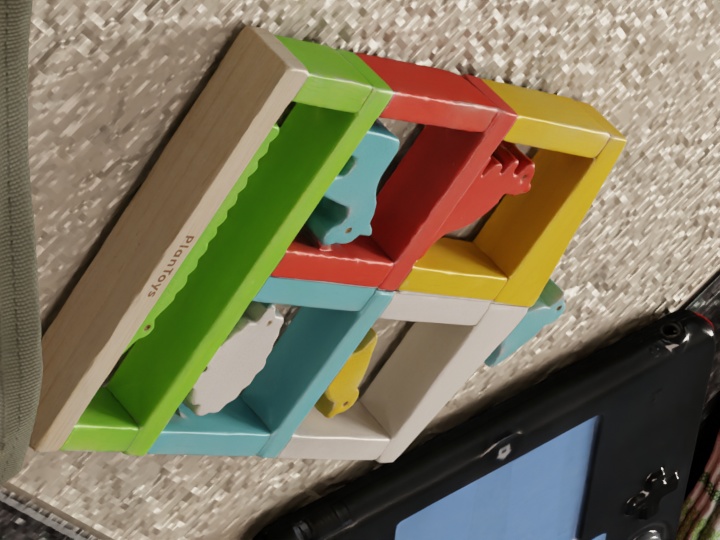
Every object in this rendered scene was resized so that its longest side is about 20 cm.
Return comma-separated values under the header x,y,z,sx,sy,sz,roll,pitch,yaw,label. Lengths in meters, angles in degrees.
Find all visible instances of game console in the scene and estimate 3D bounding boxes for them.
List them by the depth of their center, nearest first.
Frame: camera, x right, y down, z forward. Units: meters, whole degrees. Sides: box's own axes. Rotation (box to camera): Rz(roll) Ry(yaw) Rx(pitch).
x,y,z,sx,sy,sz,roll,pitch,yaw,label
0.038,0.113,0.991,0.200,0.031,0.177,-26,146,-28,game console

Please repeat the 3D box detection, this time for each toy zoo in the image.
x,y,z,sx,sy,sz,roll,pitch,yaw,label
0.000,0.000,0.810,0.200,0.020,0.131,6,124,-53,toy zoo

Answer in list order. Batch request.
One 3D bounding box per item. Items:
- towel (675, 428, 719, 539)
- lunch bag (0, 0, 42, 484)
x,y,z,sx,sy,sz,roll,pitch,yaw,label
0.179,0.071,1.118,0.149,0.031,0.200,-16,138,-43,towel
-0.152,-0.001,0.531,0.164,0.118,0.200,-26,141,-29,lunch bag
